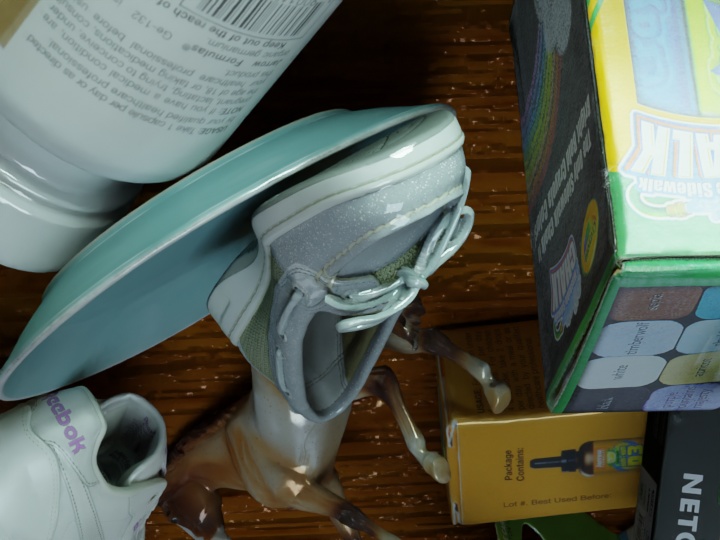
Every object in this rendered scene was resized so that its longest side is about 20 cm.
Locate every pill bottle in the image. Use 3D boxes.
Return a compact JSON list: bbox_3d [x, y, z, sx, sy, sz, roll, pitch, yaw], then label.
[{"bbox_3d":[-0.077,-0.096,0.899,0.114,0.115,0.200,25,125,-26],"label":"pill bottle"}]

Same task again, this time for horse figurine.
[{"bbox_3d":[-0.013,0.061,1.070,0.050,0.132,0.200,-30,149,-41],"label":"horse figurine"}]

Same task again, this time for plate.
[{"bbox_3d":[-0.054,-0.014,0.966,0.200,0.200,0.026,-35,83,23],"label":"plate"}]

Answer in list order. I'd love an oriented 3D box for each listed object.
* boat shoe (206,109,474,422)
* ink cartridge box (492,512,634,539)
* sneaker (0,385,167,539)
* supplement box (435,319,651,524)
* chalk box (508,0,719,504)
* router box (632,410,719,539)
[{"bbox_3d":[-0.002,0.001,0.922,0.074,0.065,0.202,-29,173,-25],"label":"boat shoe"},{"bbox_3d":[0.150,0.149,1.128,0.076,0.148,0.200,-37,126,24],"label":"ink cartridge box"},{"bbox_3d":[-0.110,0.105,1.083,0.099,0.075,0.200,-33,157,0],"label":"sneaker"},{"bbox_3d":[0.132,0.055,1.098,0.199,0.069,0.067,-7,132,-3],"label":"supplement box"},{"bbox_3d":[0.126,-0.026,0.862,0.123,0.201,0.125,-2,157,-8],"label":"chalk box"},{"bbox_3d":[0.195,0.052,1.029,0.157,0.052,0.201,5,96,-3],"label":"router box"}]
